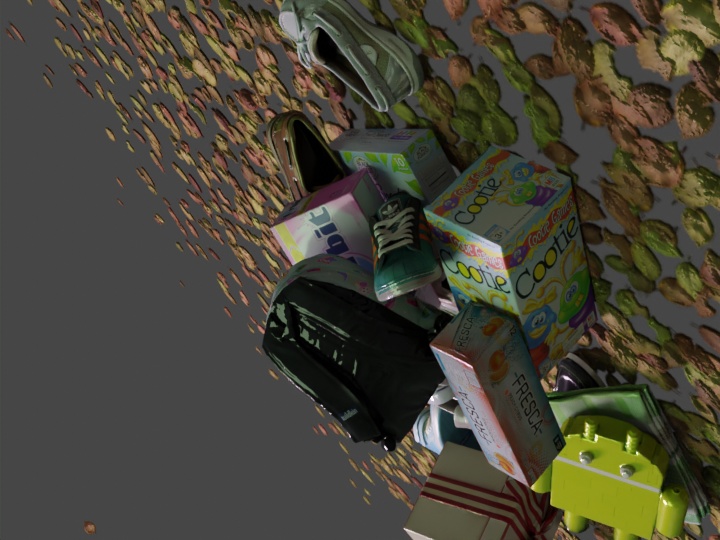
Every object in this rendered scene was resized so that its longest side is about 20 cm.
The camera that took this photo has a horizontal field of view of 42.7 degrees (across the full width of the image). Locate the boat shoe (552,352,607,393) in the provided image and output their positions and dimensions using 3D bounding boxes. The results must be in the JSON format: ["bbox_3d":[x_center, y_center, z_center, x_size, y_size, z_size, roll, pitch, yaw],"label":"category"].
[{"bbox_3d":[0.254,0.173,1.098,0.072,0.067,0.201,39,158,33],"label":"boat shoe"}]

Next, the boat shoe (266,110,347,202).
[{"bbox_3d":[-0.047,-0.095,1.097,0.201,0.072,0.068,57,164,-19],"label":"boat shoe"}]

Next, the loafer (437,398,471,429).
[{"bbox_3d":[0.168,0.208,1.353,0.199,0.070,0.070,30,154,45],"label":"loafer"}]

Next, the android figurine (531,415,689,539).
[{"bbox_3d":[0.277,0.237,1.037,0.180,0.041,0.202,16,136,23],"label":"android figurine"}]

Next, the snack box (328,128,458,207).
[{"bbox_3d":[0.047,-0.093,1.071,0.143,0.053,0.199,59,161,-21],"label":"snack box"}]

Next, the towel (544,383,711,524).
[{"bbox_3d":[0.294,0.214,1.049,0.148,0.031,0.201,-14,120,39],"label":"towel"}]

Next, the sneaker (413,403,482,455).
[{"bbox_3d":[0.126,0.252,1.525,0.130,0.079,0.201,29,152,43],"label":"sneaker"}]

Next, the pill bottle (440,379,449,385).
[{"bbox_3d":[0.051,0.093,1.202,0.199,0.109,0.110,9,137,53],"label":"pill bottle"}]

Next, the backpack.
[{"bbox_3d":[-0.008,0.073,0.986,0.198,0.168,0.127,29,-166,-5],"label":"backpack"}]

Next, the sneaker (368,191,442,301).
[{"bbox_3d":[0.037,-0.029,0.924,0.200,0.071,0.081,-74,-39,-76],"label":"sneaker"}]

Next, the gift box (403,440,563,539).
[{"bbox_3d":[0.192,0.385,1.397,0.185,0.186,0.200,10,153,37],"label":"gift box"}]

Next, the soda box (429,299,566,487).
[{"bbox_3d":[0.142,0.127,0.934,0.063,0.068,0.201,24,150,47],"label":"soda box"}]

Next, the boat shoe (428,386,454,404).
[{"bbox_3d":[0.089,0.119,1.290,0.063,0.071,0.200,64,179,-22],"label":"boat shoe"}]

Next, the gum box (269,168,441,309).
[{"bbox_3d":[0.000,0.000,1.060,0.112,0.066,0.201,-21,111,27],"label":"gum box"}]

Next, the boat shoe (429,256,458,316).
[{"bbox_3d":[0.099,0.011,1.120,0.198,0.075,0.069,25,134,13],"label":"boat shoe"}]

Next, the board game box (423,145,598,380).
[{"bbox_3d":[0.155,-0.004,0.920,0.103,0.105,0.201,30,155,42],"label":"board game box"}]

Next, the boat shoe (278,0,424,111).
[{"bbox_3d":[-0.022,-0.228,0.952,0.201,0.065,0.075,39,159,29],"label":"boat shoe"}]
